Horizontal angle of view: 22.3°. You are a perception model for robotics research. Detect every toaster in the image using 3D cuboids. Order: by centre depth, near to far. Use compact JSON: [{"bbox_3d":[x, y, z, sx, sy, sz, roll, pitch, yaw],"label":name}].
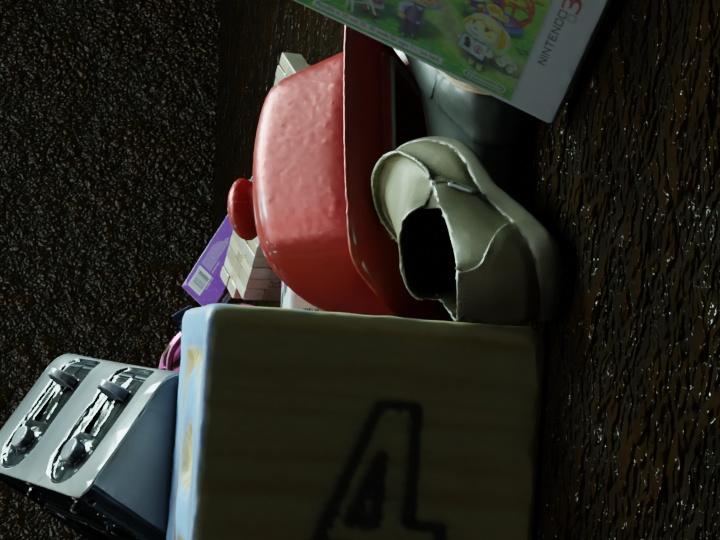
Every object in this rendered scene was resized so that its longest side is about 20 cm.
[{"bbox_3d":[-0.138,0.150,1.284,0.180,0.200,0.119,4,60,57],"label":"toaster"}]

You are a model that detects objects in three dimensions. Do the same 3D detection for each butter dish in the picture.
[{"bbox_3d":[-0.022,-0.052,1.272,0.200,0.147,0.201,46,-141,-60],"label":"butter dish"}]

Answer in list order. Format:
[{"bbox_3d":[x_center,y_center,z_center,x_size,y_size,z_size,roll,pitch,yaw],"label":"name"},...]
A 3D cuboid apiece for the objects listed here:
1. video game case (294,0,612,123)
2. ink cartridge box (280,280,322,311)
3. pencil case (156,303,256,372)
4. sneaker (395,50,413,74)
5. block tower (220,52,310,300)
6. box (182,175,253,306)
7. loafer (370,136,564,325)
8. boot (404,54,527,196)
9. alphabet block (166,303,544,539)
[{"bbox_3d":[0.041,-0.177,0.979,0.022,0.199,0.182,-61,-5,-32],"label":"video game case"},{"bbox_3d":[0.000,0.000,1.371,0.068,0.114,0.202,117,157,-71],"label":"ink cartridge box"},{"bbox_3d":[-0.110,0.069,1.438,0.200,0.093,0.091,-17,-93,-89],"label":"pencil case"},{"bbox_3d":[0.038,-0.192,1.406,0.200,0.072,0.113,165,113,-72],"label":"sneaker"},{"bbox_3d":[-0.055,-0.067,1.436,0.054,0.057,0.201,55,136,50],"label":"block tower"},{"bbox_3d":[-0.058,-0.060,1.567,0.201,0.039,0.137,-55,-15,26],"label":"box"},{"bbox_3d":[0.048,-0.026,1.077,0.200,0.067,0.077,-141,46,-59],"label":"loafer"},{"bbox_3d":[0.059,-0.095,1.203,0.200,0.077,0.139,-109,20,-71],"label":"boot"},{"bbox_3d":[-0.011,0.125,1.115,0.195,0.198,0.198,175,99,-80],"label":"alphabet block"}]
